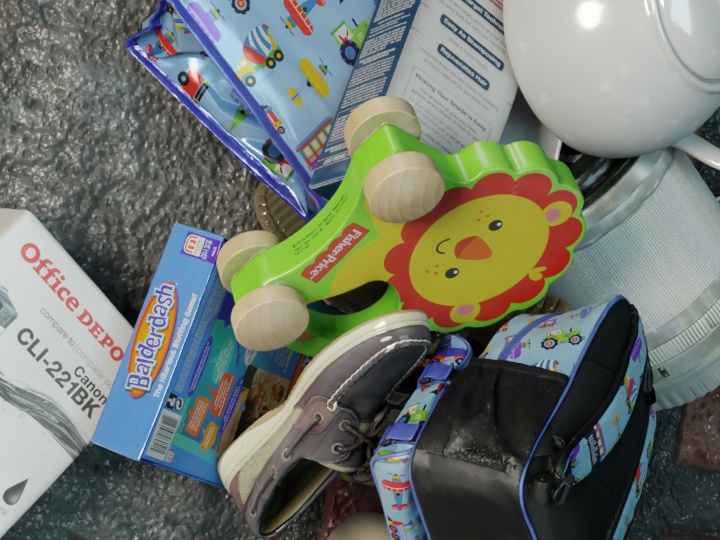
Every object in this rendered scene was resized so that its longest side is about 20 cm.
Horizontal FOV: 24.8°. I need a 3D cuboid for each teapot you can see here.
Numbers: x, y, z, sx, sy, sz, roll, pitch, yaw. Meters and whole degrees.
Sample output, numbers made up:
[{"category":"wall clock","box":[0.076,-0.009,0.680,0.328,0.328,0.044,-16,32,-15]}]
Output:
[{"category":"teapot","box":[0.205,-0.171,1.118,0.199,0.145,0.200,5,82,-44]}]

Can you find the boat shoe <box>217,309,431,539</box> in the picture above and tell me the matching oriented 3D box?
[{"category":"boat shoe","box":[-0.017,0.102,1.053,0.072,0.200,0.065,8,47,-47]}]

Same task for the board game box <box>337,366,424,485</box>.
[{"category":"board game box","box":[0.065,0.123,1.177,0.199,0.120,0.032,16,43,-31]}]

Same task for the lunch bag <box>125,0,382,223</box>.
[{"category":"lunch bag","box":[-0.035,-0.141,1.132,0.200,0.094,0.151,47,61,-7]}]

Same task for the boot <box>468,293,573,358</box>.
[{"category":"boot","box":[0.089,0.051,1.247,0.073,0.199,0.167,-53,150,-22]}]

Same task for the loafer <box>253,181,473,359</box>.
[{"category":"loafer","box":[0.000,0.000,1.157,0.076,0.200,0.068,-40,154,-13]}]

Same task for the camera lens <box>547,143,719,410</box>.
[{"category":"camera lens","box":[0.208,-0.012,1.271,0.160,0.160,0.200,-46,113,-18]}]

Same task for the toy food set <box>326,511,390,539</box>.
[{"category":"toy food set","box":[0.086,0.239,1.185,0.199,0.143,0.061,17,94,-29]}]

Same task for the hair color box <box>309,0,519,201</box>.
[{"category":"hair color box","box":[0.048,-0.120,1.111,0.100,0.060,0.201,34,64,-29]}]

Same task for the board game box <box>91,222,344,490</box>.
[{"category":"board game box","box":[-0.090,0.071,1.124,0.200,0.045,0.153,36,73,-60]}]

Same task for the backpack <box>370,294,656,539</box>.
[{"category":"backpack","box":[0.112,0.111,1.057,0.201,0.133,0.184,-57,144,-38]}]

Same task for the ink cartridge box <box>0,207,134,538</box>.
[{"category":"ink cartridge box","box":[-0.250,0.077,1.071,0.200,0.084,0.145,-48,113,-19]}]

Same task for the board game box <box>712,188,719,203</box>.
[{"category":"board game box","box":[0.353,0.019,1.429,0.119,0.032,0.202,-24,104,-30]}]

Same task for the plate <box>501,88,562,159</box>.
[{"category":"plate","box":[0.058,-0.132,1.210,0.198,0.032,0.202,13,87,7]}]

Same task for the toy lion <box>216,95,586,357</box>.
[{"category":"toy lion","box":[0.038,-0.011,1.035,0.191,0.069,0.200,26,121,-40]}]
